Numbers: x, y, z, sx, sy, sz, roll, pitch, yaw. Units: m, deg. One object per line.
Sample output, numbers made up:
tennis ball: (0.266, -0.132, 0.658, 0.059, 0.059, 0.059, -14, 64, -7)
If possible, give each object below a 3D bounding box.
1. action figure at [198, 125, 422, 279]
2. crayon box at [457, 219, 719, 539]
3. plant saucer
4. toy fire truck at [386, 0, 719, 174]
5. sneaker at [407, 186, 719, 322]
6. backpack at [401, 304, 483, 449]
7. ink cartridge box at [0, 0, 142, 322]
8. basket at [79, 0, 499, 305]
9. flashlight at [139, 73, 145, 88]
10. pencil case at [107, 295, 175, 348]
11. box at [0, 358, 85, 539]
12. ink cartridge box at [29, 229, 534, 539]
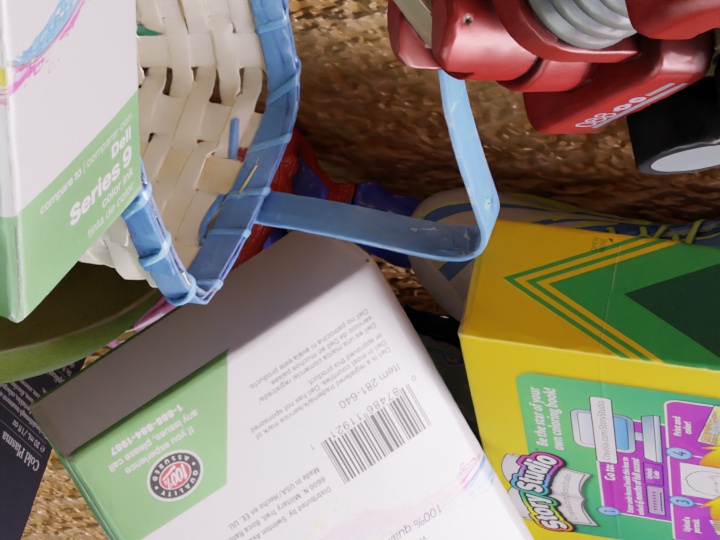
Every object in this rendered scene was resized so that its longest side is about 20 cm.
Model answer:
action figure: (0.000, 0.000, 1.244, 0.199, 0.099, 0.065, 24, 155, -12)
crayon box: (0.135, 0.057, 1.148, 0.172, 0.059, 0.200, 9, 154, 12)
plant saucer: (-0.175, 0.003, 1.259, 0.199, 0.200, 0.031, 9, 118, 18)
toy fire truck: (0.068, -0.109, 0.883, 0.199, 0.129, 0.176, -3, 169, -32)
sneaker: (0.123, -0.004, 1.199, 0.199, 0.076, 0.105, 19, 142, -16)
backpack: (0.018, 0.095, 1.310, 0.199, 0.167, 0.127, 26, -166, -32)
ink cartridge box: (-0.151, -0.103, 0.914, 0.145, 0.088, 0.201, 20, 135, 21)
basket: (-0.054, -0.075, 1.040, 0.199, 0.140, 0.177, 13, 145, 19)
flashlight: (-0.155, -0.109, 1.142, 0.068, 0.068, 0.200, 43, 177, 43)
pencil case: (-0.053, 0.036, 1.377, 0.083, 0.087, 0.200, -31, 136, 21)
box: (-0.251, 0.071, 1.457, 0.104, 0.183, 0.200, 3, 153, 29)
ink cartridge box: (-0.019, 0.106, 1.172, 0.201, 0.144, 0.084, 60, 171, -20)
